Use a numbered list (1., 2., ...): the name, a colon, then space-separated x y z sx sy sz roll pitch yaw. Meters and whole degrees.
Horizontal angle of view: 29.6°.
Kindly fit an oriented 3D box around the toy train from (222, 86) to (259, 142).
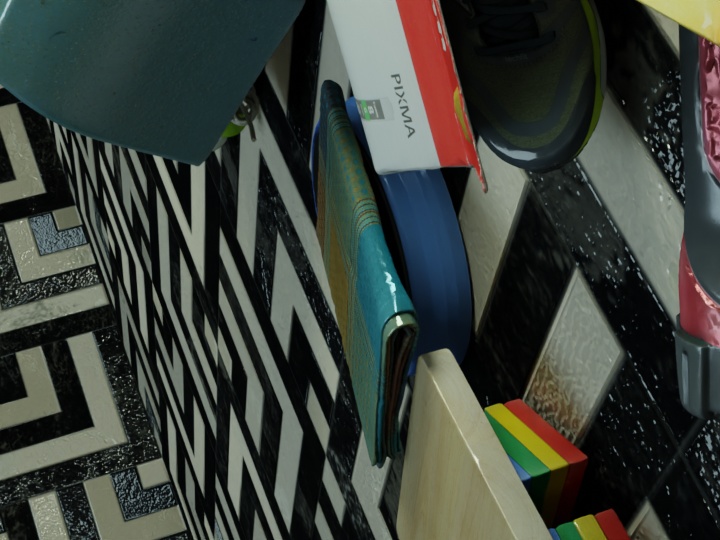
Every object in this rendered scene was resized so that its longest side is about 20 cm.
1. toy train: -0.124 -0.157 1.208 0.116 0.085 0.200 82 165 -61

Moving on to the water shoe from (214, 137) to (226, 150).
1. water shoe: -0.178 -0.218 1.369 0.200 0.071 0.079 63 -154 -9

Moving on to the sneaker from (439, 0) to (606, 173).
1. sneaker: 0.052 -0.138 0.579 0.081 0.074 0.200 -27 -77 -66

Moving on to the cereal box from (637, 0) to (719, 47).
1. cereal box: 0.097 -0.156 0.406 0.144 0.039 0.200 -62 32 17

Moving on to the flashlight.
1. flashlight: 0.136 -0.048 0.460 0.068 0.068 0.200 -48 -44 -63

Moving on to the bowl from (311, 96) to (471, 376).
1. bowl: 0.015 -0.021 0.927 0.201 0.039 0.201 164 90 -74

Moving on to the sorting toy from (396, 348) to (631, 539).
1. sorting toy: 0.095 0.172 0.784 0.200 0.069 0.199 94 155 -50

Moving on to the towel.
1. towel: 0.000 0.000 0.842 0.147 0.022 0.200 95 165 -49

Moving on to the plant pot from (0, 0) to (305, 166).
1. plant pot: -0.194 -0.222 1.033 0.196 0.200 0.196 -51 50 36

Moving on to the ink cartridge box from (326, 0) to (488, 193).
1. ink cartridge box: 0.004 -0.114 0.520 0.200 0.050 0.161 -77 -28 -77
